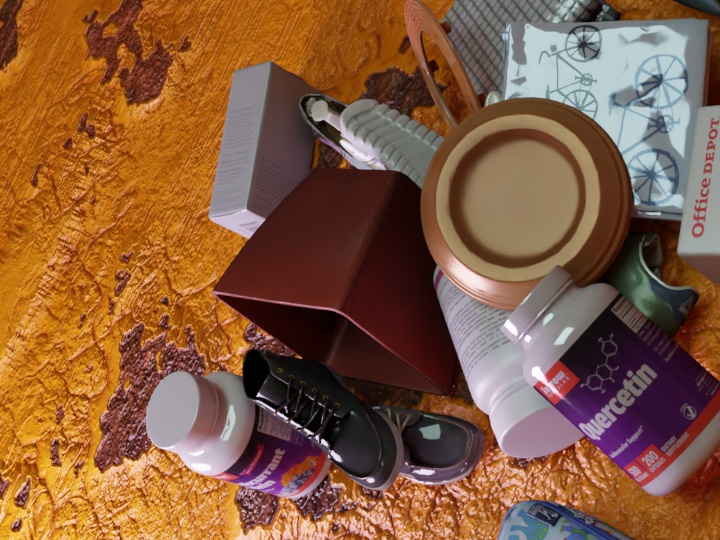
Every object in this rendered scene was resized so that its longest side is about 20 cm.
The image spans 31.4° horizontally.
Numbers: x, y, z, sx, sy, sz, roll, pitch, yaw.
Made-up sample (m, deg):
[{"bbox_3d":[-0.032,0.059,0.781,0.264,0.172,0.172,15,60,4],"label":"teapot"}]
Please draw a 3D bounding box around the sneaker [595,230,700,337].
[{"bbox_3d":[0.246,-0.008,1.217,0.090,0.067,0.201,-42,48,11],"label":"sneaker"}]

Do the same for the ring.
[{"bbox_3d":[0.098,-0.198,1.358,0.019,0.201,0.201,-27,49,-4],"label":"ring"}]

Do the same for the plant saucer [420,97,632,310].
[{"bbox_3d":[0.148,-0.064,1.180,0.199,0.037,0.202,-2,82,19],"label":"plant saucer"}]

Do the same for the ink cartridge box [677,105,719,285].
[{"bbox_3d":[0.384,-0.069,1.095,0.199,0.084,0.146,-1,70,42],"label":"ink cartridge box"}]

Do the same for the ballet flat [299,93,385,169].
[{"bbox_3d":[-0.010,-0.164,1.514,0.200,0.071,0.069,33,94,45],"label":"ballet flat"}]

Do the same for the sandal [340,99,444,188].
[{"bbox_3d":[0.060,-0.121,1.431,0.082,0.050,0.203,-36,64,-20],"label":"sandal"}]

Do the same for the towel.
[{"bbox_3d":[0.175,-0.255,1.365,0.166,0.085,0.200,-54,34,21],"label":"towel"}]

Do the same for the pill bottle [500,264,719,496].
[{"bbox_3d":[0.219,0.090,1.101,0.200,0.112,0.113,42,104,9],"label":"pill bottle"}]

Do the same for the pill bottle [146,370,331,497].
[{"bbox_3d":[-0.130,0.173,1.383,0.111,0.199,0.112,-19,59,36],"label":"pill bottle"}]

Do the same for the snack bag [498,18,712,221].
[{"bbox_3d":[0.222,-0.141,1.197,0.199,0.021,0.190,3,83,19],"label":"snack bag"}]

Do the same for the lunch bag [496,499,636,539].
[{"bbox_3d":[0.176,0.313,1.124,0.160,0.082,0.201,25,91,43],"label":"lunch bag"}]

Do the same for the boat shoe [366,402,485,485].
[{"bbox_3d":[0.036,0.176,1.318,0.199,0.073,0.075,-3,70,42],"label":"boat shoe"}]

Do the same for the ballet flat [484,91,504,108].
[{"bbox_3d":[0.170,-0.165,1.252,0.200,0.075,0.068,-38,13,5],"label":"ballet flat"}]

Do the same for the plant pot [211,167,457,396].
[{"bbox_3d":[0.000,0.000,1.357,0.199,0.200,0.177,6,66,44],"label":"plant pot"}]

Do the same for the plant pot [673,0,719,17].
[{"bbox_3d":[0.333,-0.337,1.194,0.161,0.200,0.201,30,93,57],"label":"plant pot"}]

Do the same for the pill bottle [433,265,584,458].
[{"bbox_3d":[0.149,0.070,1.232,0.113,0.113,0.201,-36,50,25],"label":"pill bottle"}]

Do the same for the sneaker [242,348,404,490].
[{"bbox_3d":[-0.044,0.149,1.281,0.200,0.106,0.075,38,104,49],"label":"sneaker"}]

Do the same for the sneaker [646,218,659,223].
[{"bbox_3d":[0.270,-0.150,1.228,0.070,0.081,0.201,109,174,-75],"label":"sneaker"}]

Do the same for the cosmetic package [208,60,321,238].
[{"bbox_3d":[-0.117,-0.145,1.585,0.074,0.101,0.201,-9,65,39],"label":"cosmetic package"}]
